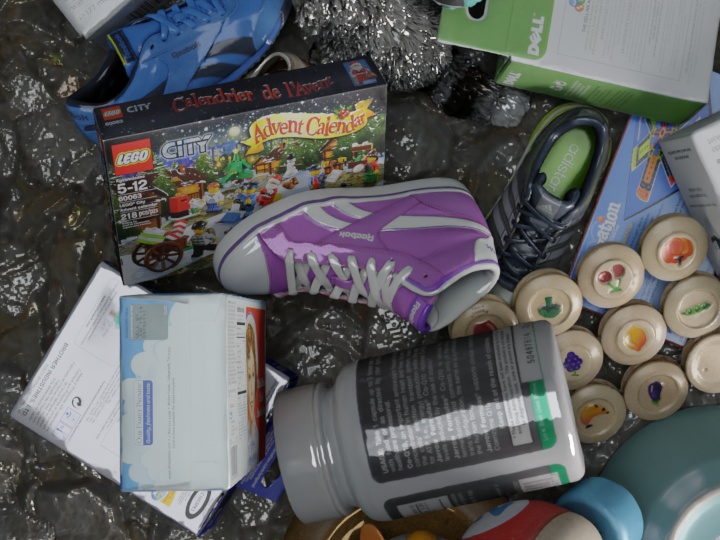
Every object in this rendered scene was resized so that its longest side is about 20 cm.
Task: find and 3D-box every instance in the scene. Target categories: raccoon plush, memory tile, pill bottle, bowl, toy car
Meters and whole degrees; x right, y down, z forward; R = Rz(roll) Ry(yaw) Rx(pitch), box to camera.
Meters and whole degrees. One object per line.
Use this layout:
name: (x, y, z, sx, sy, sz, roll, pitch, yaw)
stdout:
raccoon plush: (0.038, -0.178, 0.975, 0.199, 0.134, 0.097, 18, 90, 4)
memory tile: (0.177, 0.055, 0.993, 0.199, 0.017, 0.154, -23, 114, 3)
pill bottle: (0.047, 0.109, 0.937, 0.199, 0.113, 0.114, -13, 89, 8)
bowl: (0.266, 0.201, 0.973, 0.199, 0.105, 0.202, 0, 88, 3)
toy car: (0.061, 0.221, 0.932, 0.199, 0.184, 0.178, 17, 118, 34)

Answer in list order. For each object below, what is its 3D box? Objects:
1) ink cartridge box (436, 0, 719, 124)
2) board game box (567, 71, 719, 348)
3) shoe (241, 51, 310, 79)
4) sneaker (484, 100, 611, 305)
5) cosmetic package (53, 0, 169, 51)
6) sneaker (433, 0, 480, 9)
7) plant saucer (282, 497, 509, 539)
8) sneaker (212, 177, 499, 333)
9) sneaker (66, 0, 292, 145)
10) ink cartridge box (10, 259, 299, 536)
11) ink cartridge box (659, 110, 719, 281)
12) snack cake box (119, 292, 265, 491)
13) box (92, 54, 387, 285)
ink cartridge box: (0.154, -0.181, 0.976, 0.199, 0.059, 0.105, 12, 80, -4)
board game box: (0.232, -0.053, 1.020, 0.102, 0.019, 0.201, 22, 91, 2)
shoe: (-0.107, -0.084, 1.024, 0.070, 0.053, 0.200, 36, 92, 3)
sneaker: (0.125, -0.036, 0.995, 0.074, 0.081, 0.201, 23, 91, 4)
cosmetic package: (-0.218, -0.280, 1.021, 0.113, 0.081, 0.200, -40, 88, 4)
sneaker: (0.025, -0.261, 0.919, 0.078, 0.091, 0.201, -41, 63, 25)
plant saucer: (0.034, 0.238, 1.021, 0.199, 0.035, 0.202, 0, 90, 3)
sneaker: (0.000, -0.001, 0.955, 0.199, 0.073, 0.115, -14, 48, -6)
sneaker: (-0.133, -0.168, 1.007, 0.200, 0.078, 0.066, -43, 47, 2)
ink cartridge box: (-0.138, 0.103, 1.012, 0.199, 0.076, 0.137, 31, 90, 5)
ink cartridge box: (0.326, -0.034, 0.969, 0.144, 0.084, 0.201, -25, 94, -2)
snack cake box: (-0.103, 0.074, 0.875, 0.067, 0.200, 0.116, -2, 87, 2)
box: (-0.081, -0.069, 0.961, 0.199, 0.137, 0.038, -13, 47, -14)
